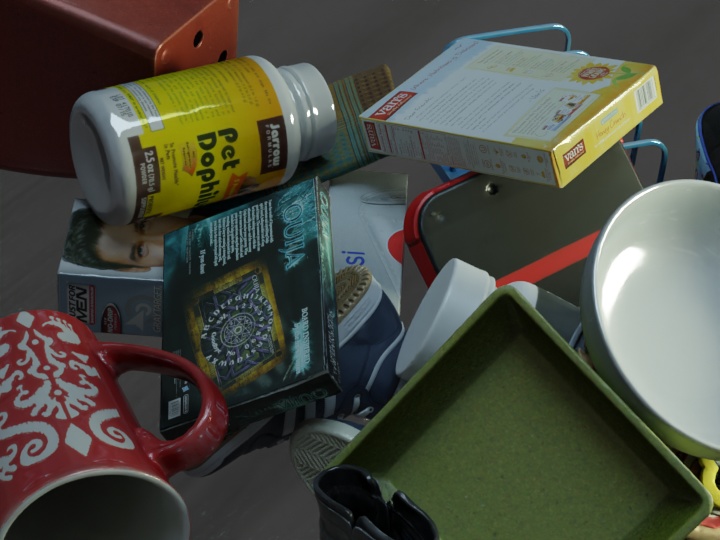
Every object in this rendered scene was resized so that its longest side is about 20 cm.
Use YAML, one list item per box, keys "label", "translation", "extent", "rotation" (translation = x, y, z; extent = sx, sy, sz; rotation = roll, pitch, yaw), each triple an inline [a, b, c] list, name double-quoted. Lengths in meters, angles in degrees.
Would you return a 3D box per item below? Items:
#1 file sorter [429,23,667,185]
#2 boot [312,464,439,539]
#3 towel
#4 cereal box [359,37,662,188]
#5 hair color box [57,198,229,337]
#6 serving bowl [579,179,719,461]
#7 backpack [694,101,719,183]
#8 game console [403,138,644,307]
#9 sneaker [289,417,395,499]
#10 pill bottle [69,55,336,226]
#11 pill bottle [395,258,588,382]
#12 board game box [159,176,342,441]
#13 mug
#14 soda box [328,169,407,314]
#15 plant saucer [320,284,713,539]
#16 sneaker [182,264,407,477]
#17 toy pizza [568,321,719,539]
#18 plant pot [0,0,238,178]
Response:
- label: "file sorter"
  translation: [0.158, -0.108, 1.737]
  extent: [0.139, 0.123, 0.200]
  rotation: [-10, 41, -20]
- label: "boot"
  translation: [0.038, 0.221, 1.302]
  extent: [0.200, 0.132, 0.070]
  rotation: [30, 44, 27]
- label: "towel"
  translation: [-0.059, -0.105, 1.718]
  extent: [0.200, 0.022, 0.147]
  rotation: [-20, 33, 5]
- label: "cereal box"
  translation: [0.118, -0.128, 1.604]
  extent: [0.200, 0.040, 0.144]
  rotation: [14, 41, 42]
- label: "hair color box"
  translation: [-0.136, 0.001, 1.613]
  extent: [0.200, 0.061, 0.099]
  rotation: [4, 39, -1]
- label: "serving bowl"
  translation: [0.230, 0.042, 1.370]
  extent: [0.200, 0.066, 0.200]
  rotation: [11, 61, -21]
- label: "backpack"
  translation: [0.359, -0.055, 1.685]
  extent: [0.182, 0.135, 0.200]
  rotation: [0, 39, -6]
- label: "game console"
  translation: [0.148, -0.010, 1.590]
  extent: [0.200, 0.031, 0.177]
  rotation: [-25, 90, -17]
- label: "sneaker"
  translation: [0.049, 0.146, 1.453]
  extent: [0.200, 0.075, 0.085]
  rotation: [22, 35, 10]
- label: "pill bottle"
  translation: [-0.124, -0.108, 1.616]
  extent: [0.200, 0.109, 0.109]
  rotation: [-16, 43, -25]
- label: "pill bottle"
  translation: [0.134, 0.078, 1.462]
  extent: [0.200, 0.114, 0.114]
  rotation: [27, 39, -6]
- label: "board game box"
  translation: [-0.082, 0.029, 1.482]
  extent: [0.135, 0.028, 0.200]
  rotation: [-20, 44, 16]
- label: "mug"
  translation: [-0.188, 0.123, 1.404]
  extent: [0.177, 0.134, 0.200]
  rotation: [-12, 37, -16]
- label: "soda box"
  translation: [0.000, 0.000, 1.627]
  extent: [0.068, 0.064, 0.200]
  rotation: [6, 38, 0]
- label: "plant saucer"
  translation: [0.106, 0.144, 1.348]
  extent: [0.200, 0.200, 0.048]
  rotation: [47, 20, 12]
- label: "sneaker"
  translation: [-0.038, 0.101, 1.497]
  extent: [0.200, 0.109, 0.070]
  rotation: [-45, 32, -8]
- label: "toy pizza"
  translation: [0.231, 0.099, 1.402]
  extent: [0.200, 0.032, 0.201]
  rotation: [10, 62, -20]
- label: "plant pot"
  translation: [-0.212, -0.190, 1.729]
  extent: [0.176, 0.200, 0.200]
  rotation: [21, 41, 18]
